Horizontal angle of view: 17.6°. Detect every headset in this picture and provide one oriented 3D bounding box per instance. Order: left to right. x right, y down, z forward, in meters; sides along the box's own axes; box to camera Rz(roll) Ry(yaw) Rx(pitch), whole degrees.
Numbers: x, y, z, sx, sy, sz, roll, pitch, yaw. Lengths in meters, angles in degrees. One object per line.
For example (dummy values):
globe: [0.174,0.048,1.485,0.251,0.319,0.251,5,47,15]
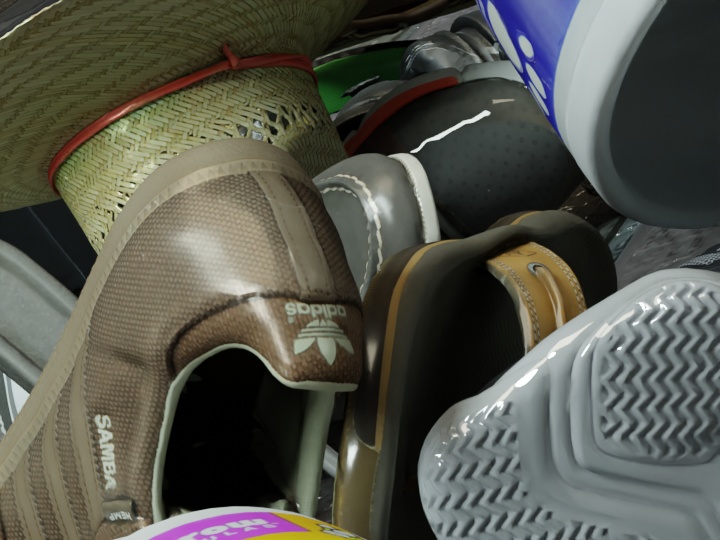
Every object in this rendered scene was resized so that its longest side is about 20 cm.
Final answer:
headset: [0.029,-0.068,0.925,0.199,0.095,0.123,6,33,35]

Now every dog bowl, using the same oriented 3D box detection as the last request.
dog bowl: [0.134,-0.107,0.694,0.199,0.079,0.201,-25,-30,-15]

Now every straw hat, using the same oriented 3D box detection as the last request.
straw hat: [-0.053,-0.034,0.781,0.200,0.085,0.201,-29,-13,-7]

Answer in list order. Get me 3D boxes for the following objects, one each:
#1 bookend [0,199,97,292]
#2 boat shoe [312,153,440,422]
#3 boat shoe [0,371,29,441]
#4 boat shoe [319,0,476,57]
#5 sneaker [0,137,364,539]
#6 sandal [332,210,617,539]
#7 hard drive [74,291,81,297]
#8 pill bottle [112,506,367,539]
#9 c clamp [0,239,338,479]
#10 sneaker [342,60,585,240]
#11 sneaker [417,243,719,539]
bookend: [-0.181,0.003,0.986,0.199,0.092,0.199,-20,24,42]
boat shoe: [-0.032,0.020,0.717,0.057,0.067,0.200,-8,-16,-23]
boat shoe: [-0.121,0.058,0.844,0.056,0.069,0.200,-31,9,-4]
boat shoe: [0.039,-0.142,0.984,0.202,0.075,0.075,-35,17,-29]
sneaker: [-0.053,0.066,0.571,0.070,0.201,0.076,1,39,-26]
sandal: [0.043,0.031,0.627,0.054,0.083,0.200,6,13,23]
hard drive: [-0.088,-0.013,1.079,0.131,0.026,0.200,-31,15,-12]
pill bottle: [-0.009,0.102,0.432,0.104,0.105,0.200,-33,17,-19]
c clamp: [-0.115,0.079,0.664,0.200,0.171,0.027,-45,-5,-10]
sneaker: [0.000,0.000,0.836,0.199,0.077,0.082,-29,29,23]
sneaker: [0.101,0.016,0.587,0.199,0.076,0.114,-23,14,-6]
